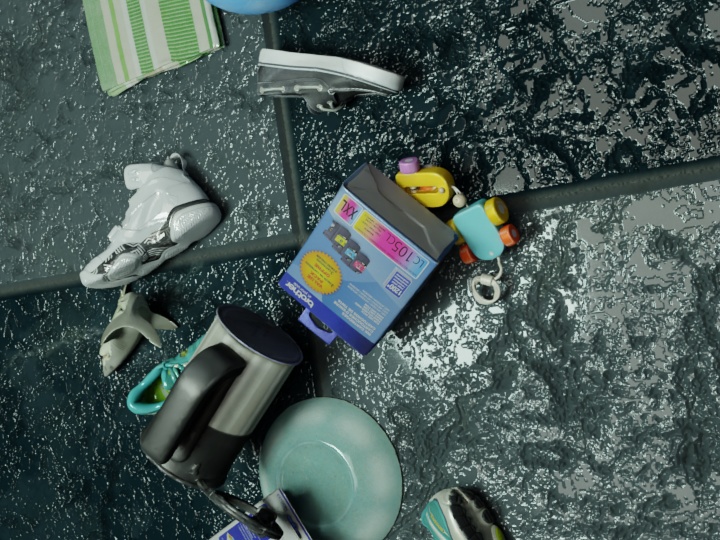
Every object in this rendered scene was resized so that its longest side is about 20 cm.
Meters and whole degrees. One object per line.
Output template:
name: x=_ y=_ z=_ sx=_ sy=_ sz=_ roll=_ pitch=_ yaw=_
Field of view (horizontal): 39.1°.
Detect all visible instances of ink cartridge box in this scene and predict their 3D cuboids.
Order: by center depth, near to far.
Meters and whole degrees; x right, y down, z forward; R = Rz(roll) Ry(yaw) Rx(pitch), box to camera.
ink cartridge box: x=0.000 y=0.000 z=1.148 sx=0.136 sy=0.076 sz=0.200 roll=39 pitch=129 yaw=5
ink cartridge box: x=-0.114 y=0.339 z=1.247 sx=0.200 sy=0.039 sz=0.100 roll=-42 pitch=75 yaw=40

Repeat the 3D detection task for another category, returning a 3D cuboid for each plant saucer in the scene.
plant saucer: x=-0.047 y=0.257 z=1.238 sx=0.200 sy=0.039 sz=0.202 roll=2 pitch=94 yaw=26

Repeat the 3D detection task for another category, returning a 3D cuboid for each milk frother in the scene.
milk frother: x=-0.131 y=0.177 z=1.162 sx=0.200 sy=0.181 sz=0.188 roll=32 pitch=104 yaw=-3

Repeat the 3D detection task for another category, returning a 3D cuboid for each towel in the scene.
towel: x=-0.274 y=-0.328 z=1.330 sx=0.200 sy=0.023 sz=0.153 roll=-15 pitch=86 yaw=27

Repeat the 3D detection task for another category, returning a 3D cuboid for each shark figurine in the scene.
shark figurine: x=-0.280 y=0.065 z=1.310 sx=0.089 sy=0.214 sz=0.128 roll=20 pitch=69 yaw=-13

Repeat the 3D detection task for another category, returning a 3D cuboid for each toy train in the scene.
toy train: x=0.086 y=-0.051 z=1.153 sx=0.200 sy=0.056 sz=0.151 roll=25 pitch=126 yaw=15

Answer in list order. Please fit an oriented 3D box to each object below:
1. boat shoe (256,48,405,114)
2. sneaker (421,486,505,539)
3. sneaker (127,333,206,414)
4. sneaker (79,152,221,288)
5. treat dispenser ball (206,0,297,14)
boat shoe: x=-0.040 y=-0.216 z=1.192 sx=0.200 sy=0.072 sz=0.068 roll=14 pitch=97 yaw=27
sneaker: x=0.136 y=0.342 z=1.146 sx=0.080 sy=0.077 sz=0.200 roll=-42 pitch=69 yaw=42
sneaker: x=-0.211 y=0.130 z=1.281 sx=0.200 sy=0.080 sz=0.078 roll=-36 pitch=78 yaw=22
sneaker: x=-0.286 y=-0.064 z=1.306 sx=0.200 sy=0.075 sz=0.115 roll=-31 pitch=74 yaw=4
treat dispenser ball: x=-0.125 y=-0.395 z=1.152 sx=0.200 sy=0.201 sz=0.202 roll=1 pitch=93 yaw=26
